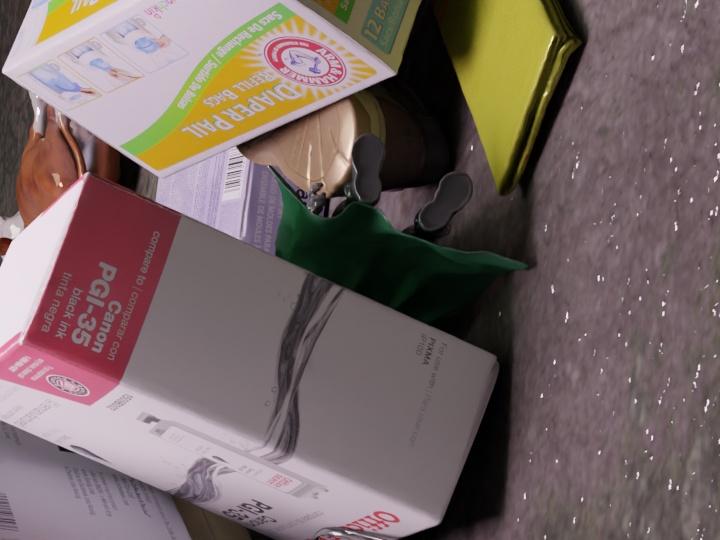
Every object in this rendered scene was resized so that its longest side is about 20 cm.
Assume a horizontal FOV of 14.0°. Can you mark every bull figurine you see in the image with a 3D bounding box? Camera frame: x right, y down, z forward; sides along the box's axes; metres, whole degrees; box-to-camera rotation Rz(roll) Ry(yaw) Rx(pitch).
[{"bbox_3d":[-0.201,-0.067,1.974,0.200,0.065,0.122,154,119,-67],"label":"bull figurine"}]

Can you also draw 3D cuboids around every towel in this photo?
[{"bbox_3d":[0.058,-0.125,1.311,0.201,0.018,0.086,-106,26,-50],"label":"towel"}]

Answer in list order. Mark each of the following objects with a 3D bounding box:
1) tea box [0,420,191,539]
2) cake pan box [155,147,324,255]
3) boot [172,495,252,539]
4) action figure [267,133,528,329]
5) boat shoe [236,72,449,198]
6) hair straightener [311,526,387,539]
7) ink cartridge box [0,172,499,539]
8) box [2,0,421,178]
[{"bbox_3d":[-0.171,0.177,1.347,0.200,0.133,0.198,-128,50,-67],"label":"tea box"},{"bbox_3d":[-0.074,0.010,1.590,0.184,0.052,0.202,170,107,-68],"label":"cake pan box"},{"bbox_3d":[-0.087,0.174,1.490,0.156,0.072,0.201,61,155,30],"label":"boot"},{"bbox_3d":[0.000,0.000,1.325,0.200,0.118,0.055,122,173,-67],"label":"action figure"},{"bbox_3d":[-0.013,-0.077,1.421,0.200,0.064,0.072,-139,64,-65],"label":"boat shoe"},{"bbox_3d":[-0.022,0.167,1.320,0.041,0.077,0.200,-61,4,-33],"label":"hair straightener"},{"bbox_3d":[-0.060,0.047,1.274,0.146,0.199,0.083,-32,36,67],"label":"ink cartridge box"},{"bbox_3d":[-0.062,-0.135,1.365,0.200,0.101,0.113,-20,44,51],"label":"box"}]
